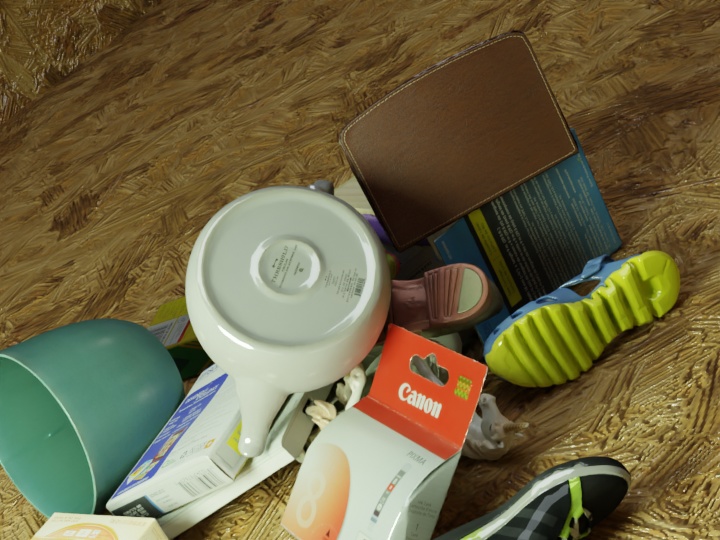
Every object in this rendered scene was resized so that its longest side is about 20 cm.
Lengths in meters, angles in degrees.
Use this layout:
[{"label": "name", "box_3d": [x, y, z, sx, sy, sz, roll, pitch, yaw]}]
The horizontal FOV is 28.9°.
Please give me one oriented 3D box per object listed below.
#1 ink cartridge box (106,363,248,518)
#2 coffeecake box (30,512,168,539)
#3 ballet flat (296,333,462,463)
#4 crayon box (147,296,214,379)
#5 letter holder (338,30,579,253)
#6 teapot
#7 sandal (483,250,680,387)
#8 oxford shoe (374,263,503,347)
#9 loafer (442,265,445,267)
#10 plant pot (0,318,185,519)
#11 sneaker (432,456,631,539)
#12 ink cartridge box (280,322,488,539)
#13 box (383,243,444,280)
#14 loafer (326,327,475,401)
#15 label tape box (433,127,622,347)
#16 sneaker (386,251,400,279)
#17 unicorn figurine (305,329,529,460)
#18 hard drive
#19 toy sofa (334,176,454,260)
[{"label": "ink cartridge box", "box_3d": [-0.141, 0.148, 1.369, 0.197, 0.047, 0.200, -33, 16, 47]}, {"label": "coffeecake box", "box_3d": [-0.276, 0.315, 1.259, 0.152, 0.074, 0.200, -6, 32, 40]}, {"label": "ballet flat", "box_3d": [0.017, 0.123, 1.329, 0.199, 0.070, 0.069, -35, 23, -2]}, {"label": "crayon box", "box_3d": [-0.167, 0.065, 1.686, 0.198, 0.051, 0.127, -19, 25, 22]}, {"label": "letter holder", "box_3d": [0.082, -0.137, 1.338, 0.199, 0.143, 0.101, -29, 22, 1]}, {"label": "teapot", "box_3d": [-0.065, 0.028, 1.264, 0.199, 0.146, 0.198, -27, 67, -16]}, {"label": "sandal", "box_3d": [0.199, 0.043, 1.301, 0.198, 0.080, 0.087, -25, 18, -15]}, {"label": "oxford shoe", "box_3d": [0.041, 0.043, 1.325, 0.198, 0.074, 0.072, -6, 71, 27]}, {"label": "loafer", "box_3d": [0.057, 0.034, 1.483, 0.198, 0.063, 0.072, -27, 24, 3]}, {"label": "plant pot", "box_3d": [-0.283, 0.144, 1.483, 0.199, 0.203, 0.160, -1, 23, 47]}, {"label": "sneaker", "box_3d": [0.127, 0.219, 1.046, 0.199, 0.072, 0.083, -31, 47, -3]}, {"label": "ink cartridge box", "box_3d": [0.016, 0.151, 1.160, 0.162, 0.050, 0.202, 22, 95, 59]}, {"label": "box", "box_3d": [0.031, -0.014, 1.641, 0.199, 0.041, 0.155, -38, 25, -23]}, {"label": "loafer", "box_3d": [0.029, 0.081, 1.417, 0.198, 0.069, 0.076, -15, 26, -11]}, {"label": "label tape box", "box_3d": [0.155, -0.032, 1.404, 0.199, 0.145, 0.063, -37, 25, -21]}, {"label": "sneaker", "box_3d": [0.000, 0.000, 1.484, 0.089, 0.079, 0.200, -9, 12, -4]}, {"label": "unicorn figurine", "box_3d": [0.057, 0.126, 1.251, 0.199, 0.074, 0.138, -32, 64, 22]}, {"label": "hard drive", "box_3d": [-0.114, 0.176, 1.349, 0.199, 0.026, 0.132, -36, 16, 33]}, {"label": "toy sofa", "box_3d": [0.035, -0.057, 1.549, 0.097, 0.083, 0.199, -37, 19, -21]}]
